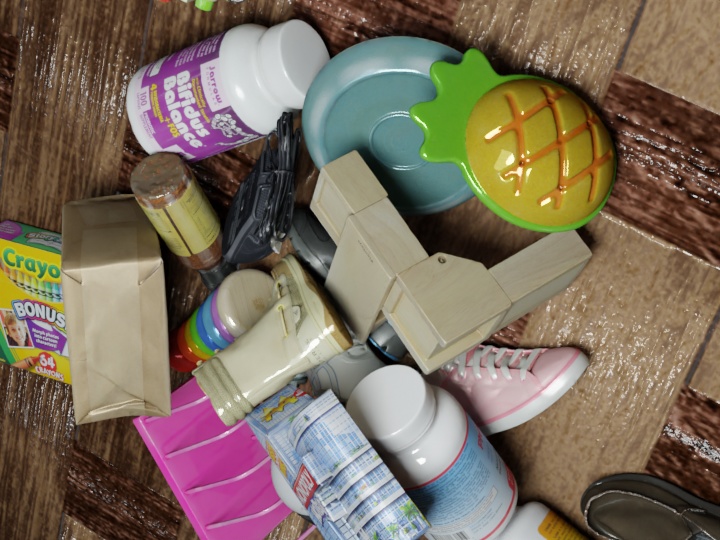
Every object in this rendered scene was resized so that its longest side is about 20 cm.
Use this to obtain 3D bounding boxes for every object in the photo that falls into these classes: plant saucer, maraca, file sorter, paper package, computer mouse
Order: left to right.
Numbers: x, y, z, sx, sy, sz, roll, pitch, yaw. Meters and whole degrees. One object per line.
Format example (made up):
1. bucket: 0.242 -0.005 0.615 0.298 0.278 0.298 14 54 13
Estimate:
1. paper package: -0.261 0.039 1.428 0.103 0.200 0.191 -5 112 -11
2. file sorter: -0.125 0.207 1.487 0.125 0.139 0.200 -22 99 41
3. computer mouse: -0.090 -0.059 1.330 0.053 0.139 0.200 14 159 -16
4. plant saucer: 0.041 -0.127 1.262 0.200 0.027 0.200 4 129 5
5. maraca: 0.139 -0.115 1.188 0.200 0.137 0.107 28 163 -11

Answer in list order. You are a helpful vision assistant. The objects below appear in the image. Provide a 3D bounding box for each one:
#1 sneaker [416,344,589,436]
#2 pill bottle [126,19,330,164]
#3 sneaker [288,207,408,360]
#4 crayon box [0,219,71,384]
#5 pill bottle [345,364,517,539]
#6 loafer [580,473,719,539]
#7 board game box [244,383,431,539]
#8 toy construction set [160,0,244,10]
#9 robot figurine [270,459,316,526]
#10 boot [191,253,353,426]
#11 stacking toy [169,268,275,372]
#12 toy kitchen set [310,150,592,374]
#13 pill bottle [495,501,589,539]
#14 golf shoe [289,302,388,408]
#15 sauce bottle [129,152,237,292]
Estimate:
1. sneaker: 0.127 0.103 1.335 0.200 0.075 0.105 -31 99 41
2. pill bottle: -0.130 -0.181 1.336 0.200 0.112 0.112 -16 103 35
3. sneaker: 0.000 0.000 1.380 0.082 0.073 0.200 -43 73 -1
4. crayon box: -0.363 0.045 1.612 0.200 0.058 0.173 14 118 25
5. pill bottle: 0.067 0.179 1.282 0.109 0.109 0.200 -3 141 32
6. loafer: 0.306 0.256 1.301 0.200 0.071 0.073 11 117 26
7. board game box: -0.029 0.188 1.241 0.200 0.062 0.200 52 164 12
8. toy construction set: -0.154 -0.332 1.294 0.131 0.092 0.200 19 132 -6
9. robot figurine: -0.004 0.222 1.407 0.200 0.125 0.150 40 175 -41
10. boot: -0.099 0.069 1.337 0.155 0.200 0.073 -37 117 0
11. stacking toy: -0.160 0.069 1.482 0.085 0.085 0.200 55 141 -2
12. toy kitchen set: 0.072 -0.018 1.284 0.200 0.180 0.163 55 158 15
13. pill bottle: 0.188 0.310 1.372 0.200 0.111 0.111 37 125 11
14. golf shoe: -0.025 0.085 1.399 0.200 0.078 0.097 16 108 44
15. sauce bottle: -0.180 -0.044 1.407 0.066 0.066 0.200 17 153 23
